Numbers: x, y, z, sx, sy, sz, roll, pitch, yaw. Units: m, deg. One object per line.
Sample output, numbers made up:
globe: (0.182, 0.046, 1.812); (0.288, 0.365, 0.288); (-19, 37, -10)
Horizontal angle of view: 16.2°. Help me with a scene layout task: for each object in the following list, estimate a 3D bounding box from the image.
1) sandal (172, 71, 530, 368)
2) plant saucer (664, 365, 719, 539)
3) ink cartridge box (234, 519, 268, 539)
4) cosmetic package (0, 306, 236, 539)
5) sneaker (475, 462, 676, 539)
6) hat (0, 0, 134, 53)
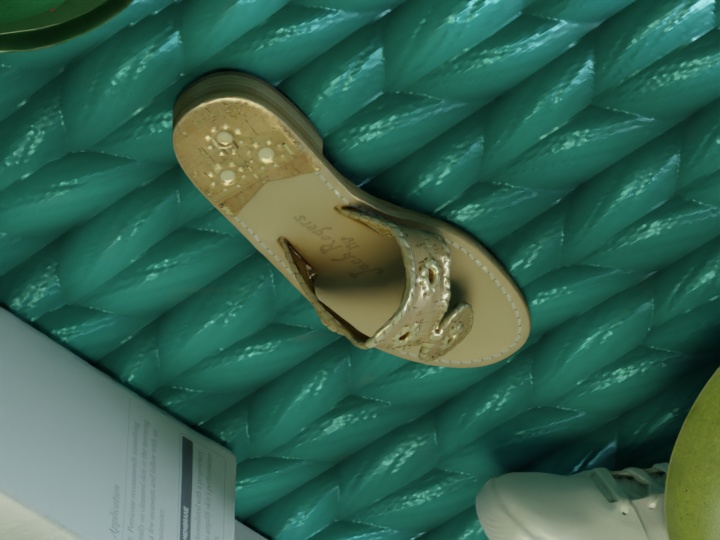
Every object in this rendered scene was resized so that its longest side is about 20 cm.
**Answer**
sandal: (-0.004, 0.003, 1.108); (0.078, 0.070, 0.212); (-34, 123, 24)
plant saucer: (0.239, 0.095, 1.181); (0.199, 0.031, 0.201); (-9, 120, -15)
ink cartridge box: (-0.080, 0.252, 1.265); (0.145, 0.145, 0.200); (35, 121, -27)
cosmetic package: (-0.196, 0.131, 1.175); (0.200, 0.123, 0.199); (35, 120, -26)
sneaker: (0.153, 0.113, 1.217); (0.199, 0.075, 0.089); (14, 119, -24)
hat: (-0.142, -0.114, 0.933); (0.165, 0.176, 0.200); (16, 128, -15)
